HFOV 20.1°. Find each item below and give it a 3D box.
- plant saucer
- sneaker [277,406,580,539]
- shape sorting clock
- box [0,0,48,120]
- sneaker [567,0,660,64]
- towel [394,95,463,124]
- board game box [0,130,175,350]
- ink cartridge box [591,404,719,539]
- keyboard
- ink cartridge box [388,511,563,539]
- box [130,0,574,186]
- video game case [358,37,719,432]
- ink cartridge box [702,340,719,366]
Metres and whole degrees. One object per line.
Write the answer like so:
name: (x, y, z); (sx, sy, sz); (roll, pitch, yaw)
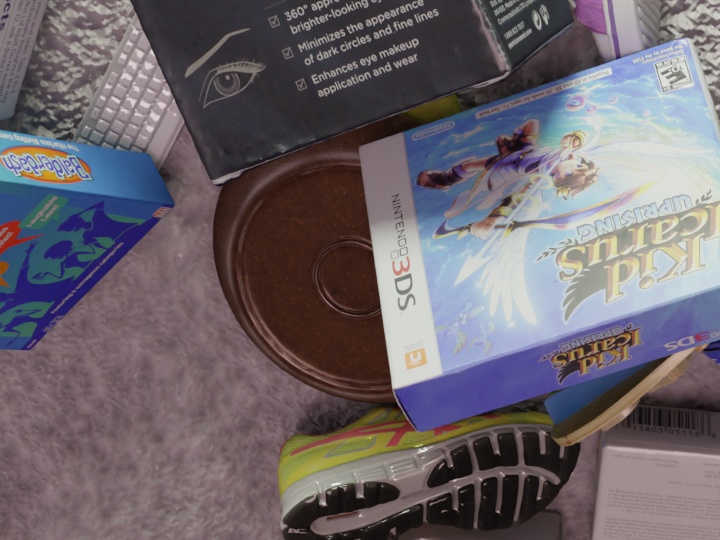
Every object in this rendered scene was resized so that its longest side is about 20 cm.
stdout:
plant saucer: (0.000, 0.000, 1.235); (0.200, 0.035, 0.201); (7, 118, 13)
sneaker: (0.039, 0.114, 1.272); (0.199, 0.090, 0.078); (-8, 125, -14)
shape sorting clock: (0.183, 0.028, 1.149); (0.200, 0.200, 0.039); (-41, 95, 20)
box: (-0.262, -0.173, 1.116); (0.105, 0.200, 0.184); (31, 114, 19)
sneaker: (0.101, -0.200, 1.146); (0.114, 0.073, 0.201); (-10, 108, 23)
towel: (0.037, -0.058, 1.234); (0.086, 0.018, 0.200); (-24, 107, 12)
board game box: (-0.227, -0.016, 1.187); (0.152, 0.200, 0.045); (-43, 63, 26)
ink cartridge box: (0.227, 0.177, 1.300); (0.162, 0.050, 0.200); (5, 130, 5)
keyboard: (-0.125, -0.116, 1.233); (0.056, 0.011, 0.200); (28, 113, -5)
ink cartridge box: (0.054, 0.255, 1.321); (0.144, 0.084, 0.200); (4, 113, 5)
box: (-0.019, -0.179, 1.100); (0.196, 0.117, 0.200); (-17, 102, 30)
video game case: (0.105, -0.023, 1.093); (0.200, 0.182, 0.045); (-18, 138, 11)
ink cartridge box: (0.292, 0.030, 1.153); (0.136, 0.076, 0.200); (38, 77, -8)
